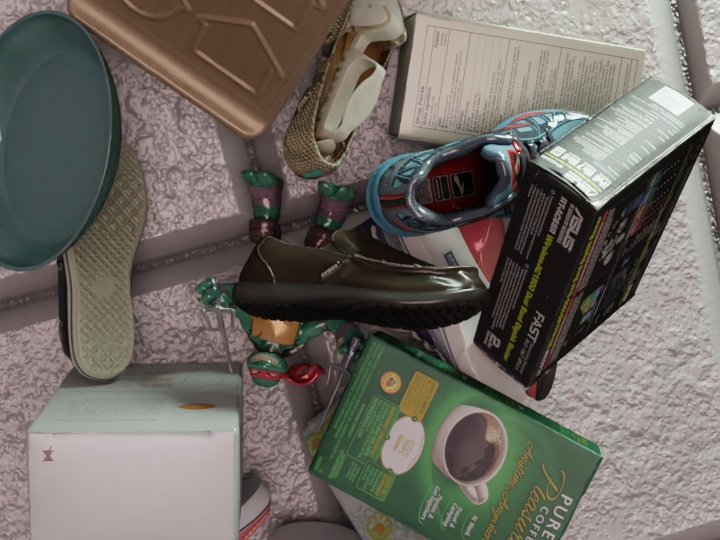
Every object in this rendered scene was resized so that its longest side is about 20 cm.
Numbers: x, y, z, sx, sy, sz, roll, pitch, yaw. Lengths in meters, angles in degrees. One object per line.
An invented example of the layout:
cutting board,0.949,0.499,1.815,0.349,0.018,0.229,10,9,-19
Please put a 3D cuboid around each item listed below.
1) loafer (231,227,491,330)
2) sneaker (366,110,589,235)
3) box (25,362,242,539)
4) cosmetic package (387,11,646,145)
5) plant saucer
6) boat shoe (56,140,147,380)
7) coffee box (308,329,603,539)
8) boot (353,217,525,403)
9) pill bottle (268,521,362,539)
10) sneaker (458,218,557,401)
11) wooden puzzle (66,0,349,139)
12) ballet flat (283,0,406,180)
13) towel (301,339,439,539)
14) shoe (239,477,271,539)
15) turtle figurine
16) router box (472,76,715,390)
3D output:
loafer,0.000,0.000,0.771,0.196,0.073,0.073,3,74,9
sneaker,0.108,-0.069,0.780,0.197,0.095,0.080,-20,98,-12
box,-0.169,0.148,0.816,0.150,0.200,0.108,1,99,-5
cosmetic package,0.129,-0.149,0.866,0.197,0.073,0.105,9,99,-7
plant saucer,-0.247,-0.100,0.807,0.198,0.036,0.204,-3,84,36
boat shoe,-0.219,-0.011,0.853,0.074,0.062,0.204,4,83,-32
coffee box,0.072,0.145,0.791,0.198,0.044,0.124,26,96,9
boot,0.063,0.035,0.865,0.072,0.090,0.202,-16,80,-44
pill bottle,-0.044,0.333,0.901,0.110,0.112,0.204,2,99,-6
sneaker,0.118,0.018,0.902,0.085,0.074,0.203,-13,93,7
wooden puzzle,-0.103,-0.219,0.747,0.184,0.047,0.200,33,131,-8
ballet flat,-0.001,-0.166,0.827,0.067,0.075,0.203,26,79,-32
towel,0.062,0.163,0.870,0.170,0.048,0.201,-37,60,0
shoe,-0.138,0.274,0.907,0.199,0.072,0.091,-39,102,6
turtle figurine,-0.067,0.024,0.860,0.147,0.101,0.204,10,85,-15
router box,0.169,-0.025,0.767,0.062,0.202,0.149,38,53,25
